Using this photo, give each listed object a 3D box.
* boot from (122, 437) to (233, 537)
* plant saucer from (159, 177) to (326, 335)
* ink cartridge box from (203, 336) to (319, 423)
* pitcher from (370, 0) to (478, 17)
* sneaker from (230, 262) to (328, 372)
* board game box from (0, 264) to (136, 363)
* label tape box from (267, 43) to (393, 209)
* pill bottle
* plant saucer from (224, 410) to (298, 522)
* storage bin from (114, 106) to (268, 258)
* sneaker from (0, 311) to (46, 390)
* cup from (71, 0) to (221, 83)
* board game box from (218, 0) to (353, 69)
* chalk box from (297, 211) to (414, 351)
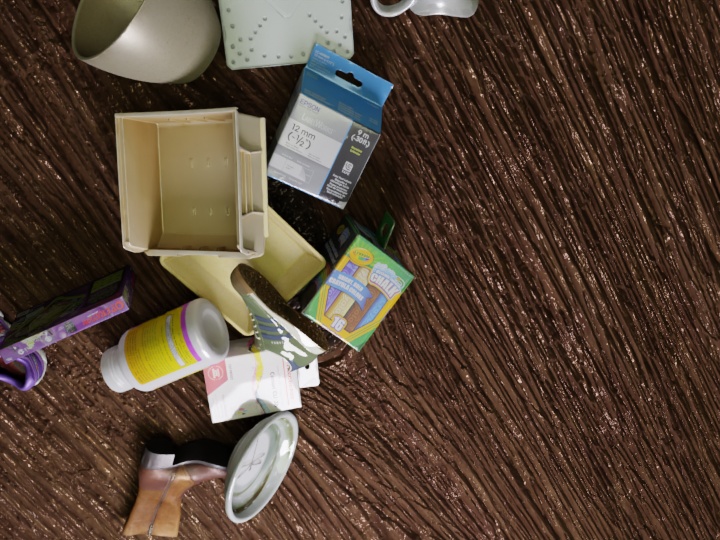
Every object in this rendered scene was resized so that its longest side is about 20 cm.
[{"bbox_3d":[-0.317,0.406,1.214,0.183,0.069,0.205,8,113,-27],"label":"boot"},{"bbox_3d":[-0.185,-0.024,1.083,0.199,0.049,0.199,-41,110,18],"label":"plant saucer"},{"bbox_3d":[-0.166,0.179,1.165,0.193,0.068,0.120,-9,110,-9],"label":"ink cartridge box"},{"bbox_3d":[0.089,-0.456,0.956,0.166,0.124,0.202,-12,148,0],"label":"pitcher"},{"bbox_3d":[-0.148,0.087,1.075,0.089,0.068,0.200,-40,109,19],"label":"sneaker"},{"bbox_3d":[-0.444,0.063,1.037,0.195,0.120,0.033,-23,112,-3],"label":"board game box"},{"bbox_3d":[-0.048,-0.218,1.043,0.140,0.067,0.203,21,113,-19],"label":"label tape box"},{"bbox_3d":[-0.315,0.127,1.083,0.195,0.105,0.106,-22,113,14],"label":"pill bottle"},{"bbox_3d":[-0.183,0.333,1.180,0.049,0.199,0.206,22,107,22],"label":"plant saucer"},{"bbox_3d":[-0.239,-0.121,0.969,0.194,0.093,0.206,2,97,19],"label":"storage bin"},{"bbox_3d":[-0.576,0.110,1.044,0.199,0.084,0.081,41,97,-20],"label":"sneaker"},{"bbox_3d":[-0.273,-0.339,0.916,0.142,0.200,0.202,27,104,-47],"label":"cup"},{"bbox_3d":[-0.113,-0.412,0.997,0.193,0.026,0.206,-8,110,-10],"label":"board game box"},{"bbox_3d":[0.000,0.000,1.111,0.123,0.125,0.202,35,100,-21],"label":"chalk box"}]
